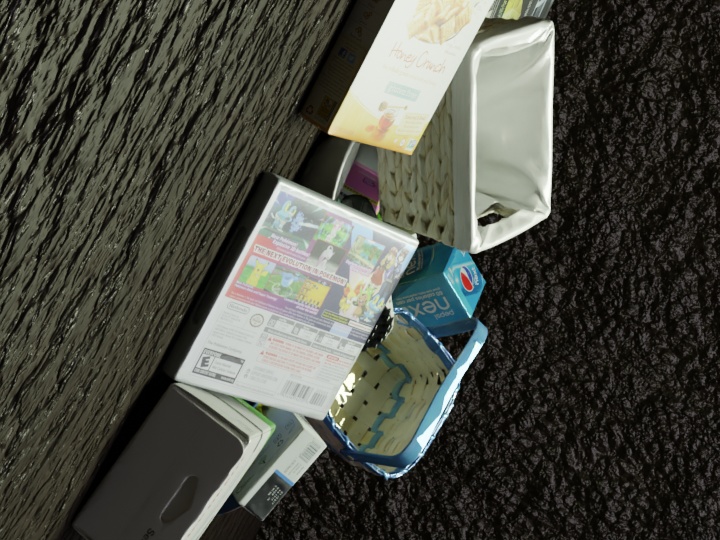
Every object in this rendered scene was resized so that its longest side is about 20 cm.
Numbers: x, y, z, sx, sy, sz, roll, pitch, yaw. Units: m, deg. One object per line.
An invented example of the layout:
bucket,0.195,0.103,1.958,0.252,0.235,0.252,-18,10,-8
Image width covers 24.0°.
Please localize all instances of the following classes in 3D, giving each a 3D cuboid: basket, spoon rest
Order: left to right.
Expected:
spoon rest,-0.044,-0.045,1.559,0.201,0.060,0.099,-59,176,-15
basket,0.034,0.130,1.765,0.199,0.139,0.177,-7,-137,53
basket,0.097,-0.137,1.597,0.135,0.123,0.202,-24,121,-45

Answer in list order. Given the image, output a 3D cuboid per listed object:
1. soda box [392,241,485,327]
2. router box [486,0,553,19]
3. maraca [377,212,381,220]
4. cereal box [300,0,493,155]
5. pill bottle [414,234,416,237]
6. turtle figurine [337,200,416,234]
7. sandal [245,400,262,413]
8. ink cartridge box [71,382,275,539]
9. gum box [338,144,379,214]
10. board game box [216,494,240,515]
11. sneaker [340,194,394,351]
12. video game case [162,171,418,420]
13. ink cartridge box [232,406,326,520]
soda box,0.033,0.029,1.857,0.199,0.068,0.064,-16,-149,33
router box,0.144,-0.290,1.857,0.156,0.052,0.200,-32,166,-18
maraca,-0.031,0.007,1.794,0.200,0.106,0.138,-36,-140,51
cereal box,0.043,-0.197,1.381,0.143,0.039,0.201,6,116,-58
pill bottle,-0.008,0.019,2.105,0.201,0.111,0.112,-58,175,-29
turtle figurine,0.046,-0.091,1.859,0.200,0.101,0.150,-41,-174,36
sandal,-0.088,0.065,1.673,0.201,0.079,0.087,-62,172,-13
ink cartridge box,-0.152,0.171,1.427,0.147,0.084,0.200,-55,176,-1
gum box,0.039,-0.167,1.710,0.201,0.066,0.114,-60,175,-17
board game box,-0.106,0.179,1.797,0.157,0.039,0.201,-14,-134,48
sneaker,0.000,0.000,1.660,0.201,0.066,0.091,88,2,-54
video game case,-0.054,0.027,1.418,0.199,0.023,0.183,22,99,-50
ink cartridge box,-0.104,0.169,1.711,0.100,0.039,0.200,-49,-155,1
